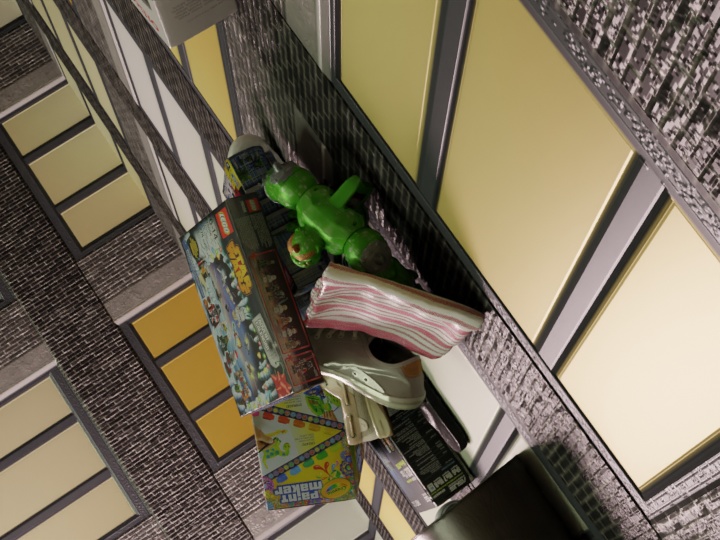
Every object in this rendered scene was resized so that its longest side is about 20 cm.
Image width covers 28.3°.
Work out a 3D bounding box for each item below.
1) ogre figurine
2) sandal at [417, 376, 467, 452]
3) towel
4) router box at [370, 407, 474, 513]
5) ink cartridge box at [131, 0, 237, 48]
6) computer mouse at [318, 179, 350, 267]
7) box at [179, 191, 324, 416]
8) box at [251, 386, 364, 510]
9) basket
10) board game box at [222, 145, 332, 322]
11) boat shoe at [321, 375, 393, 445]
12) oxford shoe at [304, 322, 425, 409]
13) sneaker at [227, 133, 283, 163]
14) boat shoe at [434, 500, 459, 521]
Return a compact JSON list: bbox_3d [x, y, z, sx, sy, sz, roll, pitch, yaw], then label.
[{"bbox_3d":[-0.024,-0.041,1.339,0.201,0.098,0.120,62,-179,17],"label":"ogre figurine"},{"bbox_3d":[0.051,0.134,1.659,0.200,0.045,0.075,54,170,15],"label":"sandal"},{"bbox_3d":[0.026,0.043,1.301,0.146,0.030,0.200,17,168,-4],"label":"towel"},{"bbox_3d":[0.067,0.230,1.832,0.150,0.062,0.200,55,170,7],"label":"router box"},{"bbox_3d":[-0.202,-0.329,1.335,0.147,0.083,0.200,51,168,29],"label":"ink cartridge box"},{"bbox_3d":[0.000,0.000,1.496,0.200,0.044,0.110,57,169,0],"label":"computer mouse"},{"bbox_3d":[-0.113,0.037,1.431,0.137,0.040,0.201,-31,77,58],"label":"box"},{"bbox_3d":[-0.071,0.191,1.892,0.200,0.121,0.194,-73,-26,-81],"label":"box"},{"bbox_3d":[0.164,0.305,1.420,0.200,0.136,0.180,52,164,9],"label":"basket"},{"bbox_3d":[-0.073,-0.027,1.514,0.200,0.062,0.200,60,171,2],"label":"board game box"},{"bbox_3d":[-0.019,0.122,1.676,0.072,0.065,0.201,-104,-6,-60],"label":"boat shoe"},{"bbox_3d":[-0.016,0.078,1.446,0.199,0.075,0.058,22,114,30],"label":"oxford shoe"},{"bbox_3d":[-0.119,-0.095,1.714,0.200,0.076,0.081,70,173,-47],"label":"sneaker"},{"bbox_3d":[0.173,0.353,1.726,0.200,0.072,0.071,45,159,10],"label":"boat shoe"}]
